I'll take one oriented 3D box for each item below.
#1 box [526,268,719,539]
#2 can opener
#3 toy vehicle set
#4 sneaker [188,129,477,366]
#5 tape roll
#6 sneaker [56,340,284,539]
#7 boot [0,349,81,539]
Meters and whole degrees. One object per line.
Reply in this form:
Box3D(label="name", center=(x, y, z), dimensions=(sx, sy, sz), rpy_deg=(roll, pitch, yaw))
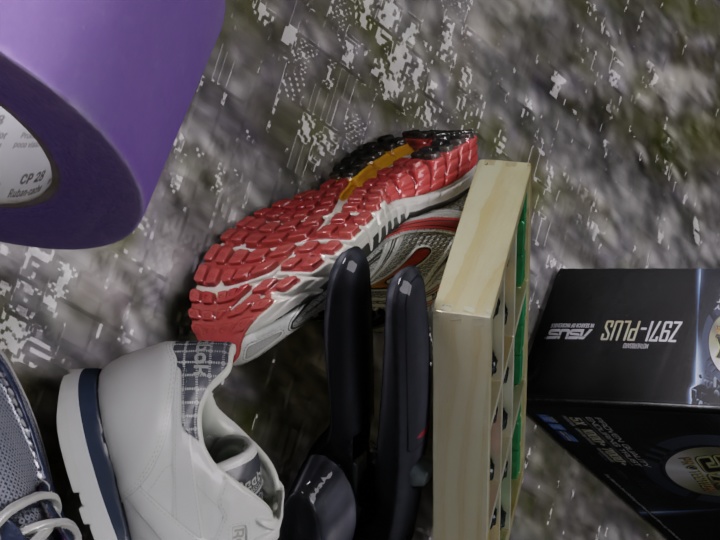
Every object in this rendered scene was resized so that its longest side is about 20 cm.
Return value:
Box3D(label="box", center=(0.211, 0.085, 1.177), dimensions=(0.200, 0.163, 0.086), rpy_deg=(42, 60, -40))
Box3D(label="can opener", center=(0.007, 0.068, 0.973), dimensions=(0.079, 0.063, 0.200), rpy_deg=(-66, 170, -45))
Box3D(label="toy vehicle set", center=(0.059, 0.063, 1.024), dimensions=(0.124, 0.026, 0.201), rpy_deg=(-70, 163, -51))
Box3D(label="sneaker", center=(0.000, 0.000, 1.007), dimensions=(0.200, 0.078, 0.082), rpy_deg=(-32, 115, -43))
Box3D(label="tape roll", center=(-0.154, -0.091, 0.745), dimensions=(0.200, 0.199, 0.085), rpy_deg=(39, 62, -41))
Box3D(label="sneaker", center=(-0.066, 0.126, 0.916), dimensions=(0.076, 0.080, 0.201), rpy_deg=(-99, 173, -69))
Box3D(label="boot", center=(-0.128, 0.118, 0.855), dimensions=(0.073, 0.090, 0.201), rpy_deg=(-25, 108, -45))
